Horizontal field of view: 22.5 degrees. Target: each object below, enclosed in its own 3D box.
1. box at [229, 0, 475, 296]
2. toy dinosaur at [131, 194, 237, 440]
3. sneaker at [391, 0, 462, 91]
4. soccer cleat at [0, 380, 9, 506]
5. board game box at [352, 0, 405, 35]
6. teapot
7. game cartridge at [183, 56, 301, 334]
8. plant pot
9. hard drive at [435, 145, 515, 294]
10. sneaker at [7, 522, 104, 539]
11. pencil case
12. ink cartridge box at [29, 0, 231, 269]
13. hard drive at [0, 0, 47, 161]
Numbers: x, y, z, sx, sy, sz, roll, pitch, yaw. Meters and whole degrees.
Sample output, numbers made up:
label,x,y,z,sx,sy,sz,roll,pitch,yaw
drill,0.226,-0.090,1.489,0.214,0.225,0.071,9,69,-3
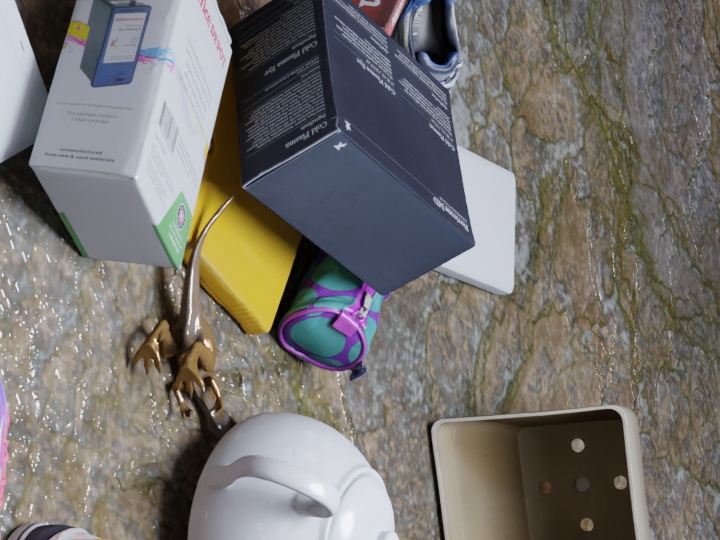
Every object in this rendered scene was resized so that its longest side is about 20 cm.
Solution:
label,x,y,z,sx,sy,sz,roll,pitch,yaw
box,-0.008,-0.113,1.533,0.200,0.104,0.184,37,33,-41
toy dinosaur,-0.137,0.050,1.457,0.106,0.060,0.202,-47,136,-67
sneaker,0.055,-0.189,1.713,0.076,0.085,0.202,-10,115,-21
soccer cleat,-0.264,0.127,1.232,0.073,0.068,0.203,-7,89,-61
board game box,0.006,-0.292,1.684,0.020,0.102,0.201,82,24,-50
teapot,-0.039,0.210,1.460,0.200,0.145,0.200,-29,121,-57
game cartridge,-0.113,-0.073,1.532,0.200,0.032,0.178,53,44,-42
plant pot,0.203,0.233,1.832,0.177,0.198,0.203,-8,91,-68
hard drive,0.100,-0.060,1.857,0.199,0.026,0.134,20,68,-54
sneaker,-0.232,0.264,1.246,0.079,0.079,0.202,49,48,-42
pencil case,0.000,0.000,1.633,0.085,0.092,0.201,50,43,-24
ink cartridge box,-0.167,-0.125,1.363,0.146,0.086,0.202,72,28,-62
hard drive,-0.297,-0.123,1.244,0.200,0.026,0.133,-41,119,-53
